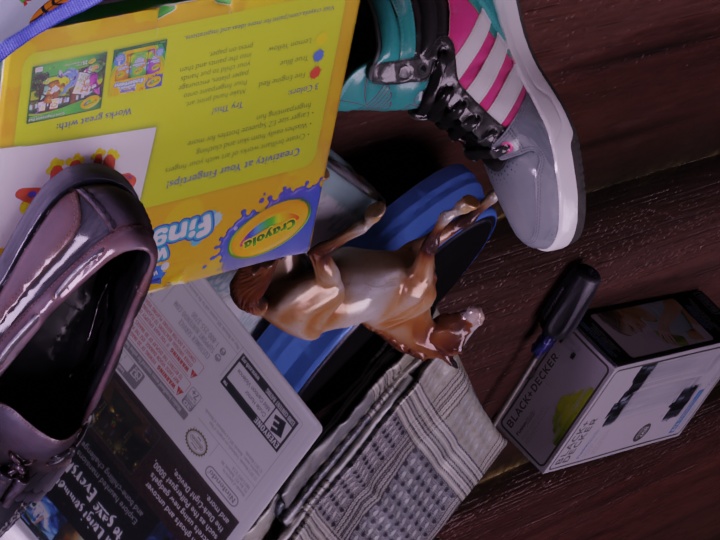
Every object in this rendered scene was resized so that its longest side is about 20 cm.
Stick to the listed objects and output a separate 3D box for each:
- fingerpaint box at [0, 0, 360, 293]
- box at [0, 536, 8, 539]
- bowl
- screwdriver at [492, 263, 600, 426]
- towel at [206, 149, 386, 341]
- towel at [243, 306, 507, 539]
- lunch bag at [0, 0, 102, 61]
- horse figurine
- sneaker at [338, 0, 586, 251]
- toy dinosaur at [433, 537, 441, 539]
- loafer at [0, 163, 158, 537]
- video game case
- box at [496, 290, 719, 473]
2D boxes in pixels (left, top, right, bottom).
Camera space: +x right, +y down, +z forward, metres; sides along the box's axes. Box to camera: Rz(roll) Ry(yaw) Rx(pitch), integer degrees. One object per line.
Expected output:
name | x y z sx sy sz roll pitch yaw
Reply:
fingerpaint box | -0.109 -0.073 1.151 0.199 0.073 0.167 -16 133 -35
box | -0.191 0.131 1.254 0.106 0.153 0.200 -20 170 38
bowl | 0.006 0.019 1.482 0.201 0.039 0.201 -43 170 -10
screwdriver | 0.122 0.072 1.814 0.028 0.029 0.200 -12 144 -48
towel | -0.083 -0.011 1.363 0.171 0.048 0.200 -43 155 7
towel | 0.013 0.138 1.535 0.193 0.034 0.200 -48 148 -11
lunch bag | -0.118 -0.198 0.936 0.199 0.124 0.170 -31 152 -8
horse figurine | 0.000 0.000 1.331 0.199 0.050 0.133 -2 140 -38
sneaker | 0.037 -0.091 1.272 0.120 0.201 0.084 -22 -178 -25
toy dinosaur | -0.026 0.176 1.621 0.200 0.047 0.088 37 74 -29
loafer | -0.149 0.050 1.101 0.072 0.063 0.201 12 112 -37
video game case | -0.127 0.070 1.227 0.023 0.200 0.182 -14 -150 48
box | 0.207 0.086 1.912 0.200 0.060 0.117 -7 137 -51
